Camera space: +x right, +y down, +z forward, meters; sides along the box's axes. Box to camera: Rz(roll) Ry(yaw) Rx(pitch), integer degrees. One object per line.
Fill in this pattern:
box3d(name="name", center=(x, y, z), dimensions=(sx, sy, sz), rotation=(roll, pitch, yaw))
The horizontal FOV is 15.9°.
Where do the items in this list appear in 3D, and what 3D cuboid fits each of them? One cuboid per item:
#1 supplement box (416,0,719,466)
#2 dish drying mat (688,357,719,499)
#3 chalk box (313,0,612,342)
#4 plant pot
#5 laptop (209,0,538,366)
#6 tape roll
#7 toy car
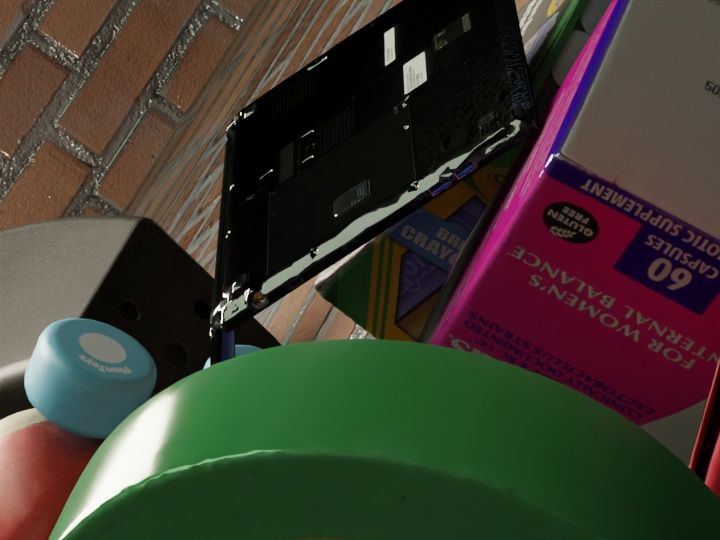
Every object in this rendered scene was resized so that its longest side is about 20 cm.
box3d(name="supplement box", center=(0.088, 0.004, 0.839), dimensions=(0.104, 0.101, 0.200), rotation=(-63, 1, -34))
box3d(name="dish drying mat", center=(0.107, 0.011, 0.679), dimensions=(0.200, 0.018, 0.077), rotation=(93, -162, -52))
box3d(name="chalk box", center=(0.097, -0.036, 0.982), dimensions=(0.200, 0.124, 0.125), rotation=(-38, 18, 54))
box3d(name="plant pot", center=(-0.168, 0.081, 1.635), dimensions=(0.177, 0.200, 0.200), rotation=(-25, 28, 43))
box3d(name="laptop", center=(0.000, 0.000, 0.935), dimensions=(0.200, 0.103, 0.177), rotation=(-33, 23, 14))
box3d(name="tape roll", center=(0.010, 0.112, 0.666), dimensions=(0.200, 0.200, 0.048), rotation=(-46, 12, 35))
box3d(name="toy car", center=(-0.098, 0.159, 1.246), dimensions=(0.185, 0.176, 0.200), rotation=(-63, 35, 25))
